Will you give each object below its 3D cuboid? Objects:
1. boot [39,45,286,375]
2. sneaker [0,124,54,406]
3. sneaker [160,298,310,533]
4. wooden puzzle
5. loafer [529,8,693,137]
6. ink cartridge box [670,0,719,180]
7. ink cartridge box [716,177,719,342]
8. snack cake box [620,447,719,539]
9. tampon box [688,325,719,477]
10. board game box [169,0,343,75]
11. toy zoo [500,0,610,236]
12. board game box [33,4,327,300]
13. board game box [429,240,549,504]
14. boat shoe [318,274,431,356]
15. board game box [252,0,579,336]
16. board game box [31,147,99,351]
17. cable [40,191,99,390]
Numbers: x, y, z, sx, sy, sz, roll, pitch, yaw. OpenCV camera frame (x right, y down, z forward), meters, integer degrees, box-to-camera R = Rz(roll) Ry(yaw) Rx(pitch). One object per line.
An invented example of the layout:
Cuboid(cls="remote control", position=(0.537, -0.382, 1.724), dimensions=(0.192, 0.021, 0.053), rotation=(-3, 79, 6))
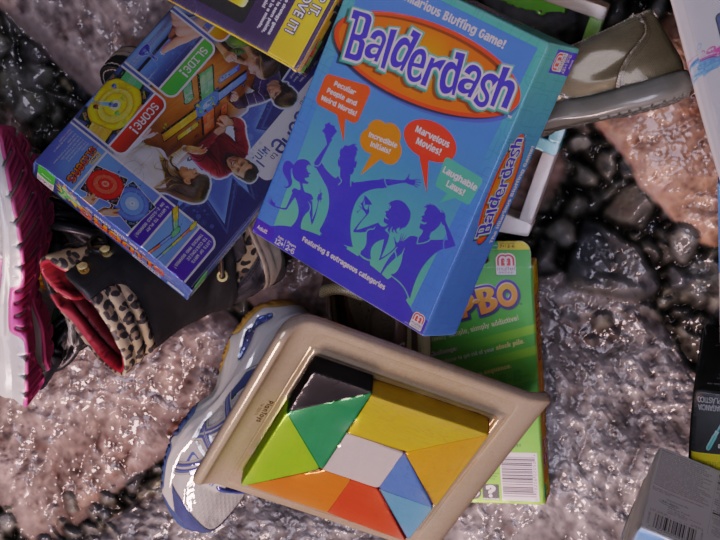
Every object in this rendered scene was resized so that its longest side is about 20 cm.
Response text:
Cuboid(cls="boot", position=(-0.157, -0.040, 1.216), dimensions=(0.073, 0.151, 0.200), rotation=(-5, 118, 58))
Cuboid(cls="sneaker", position=(-0.264, -0.003, 1.208), dimensions=(0.088, 0.081, 0.200), rotation=(5, 108, 5))
Cuboid(cls="sneaker", position=(-0.078, 0.122, 1.274), dimensions=(0.088, 0.075, 0.200), rotation=(41, 118, 33))
Cuboid(cls="wooden puzzle", position=(0.005, 0.121, 1.207), dimensions=(0.200, 0.037, 0.185), rotation=(17, 132, -17))
Cuboid(cls="loafer", position=(0.114, -0.123, 1.148), dimensions=(0.200, 0.075, 0.070), rotation=(-12, 90, 17))
Cuboid(cls="ink cartridge box", position=(0.246, -0.113, 1.056), dimensions=(0.087, 0.145, 0.200), rotation=(-14, 76, 14))
Cuboid(cls="ink cartridge box", position=(0.336, -0.013, 1.147), dimensions=(0.200, 0.067, 0.116), rotation=(0, 106, 14))
Cuboid(cls="snack cake box", position=(0.257, 0.195, 1.072), dimensions=(0.200, 0.115, 0.067), rotation=(23, 113, 8))
Cuboid(cls="tampon box", position=(0.298, 0.154, 1.178), dimensions=(0.150, 0.126, 0.200), rotation=(1, 108, 14))
Cuboid(cls="board game box", position=(-0.062, -0.254, 1.146), dimensions=(0.165, 0.057, 0.200), rotation=(29, 94, 2))
Cuboid(cls="toy zoo", position=(0.077, -0.109, 1.205), dimensions=(0.131, 0.020, 0.200), rotation=(21, 111, 7))
Cuboid(cls="board game box", position=(-0.104, -0.099, 1.183), dimensions=(0.135, 0.034, 0.200), rotation=(40, 73, -1))
Cuboid(cls="board game box", position=(0.083, 0.072, 1.259), dimensions=(0.095, 0.030, 0.200), rotation=(0, 110, 15))
Cuboid(cls="boat shoe", position=(0.006, 0.000, 1.204), dimensions=(0.075, 0.075, 0.202), rotation=(-4, 106, 30))
Cuboid(cls="board game box", position=(0.031, -0.081, 1.119), dimensions=(0.152, 0.045, 0.200), rotation=(30, 106, 29))
Cuboid(cls="board game box", position=(-0.258, -0.030, 1.306), dimensions=(0.200, 0.035, 0.126), rotation=(21, 112, 7))
Cuboid(cls="cable", position=(-0.274, -0.009, 1.270), dimensions=(0.200, 0.051, 0.163), rotation=(44, 113, -3))
